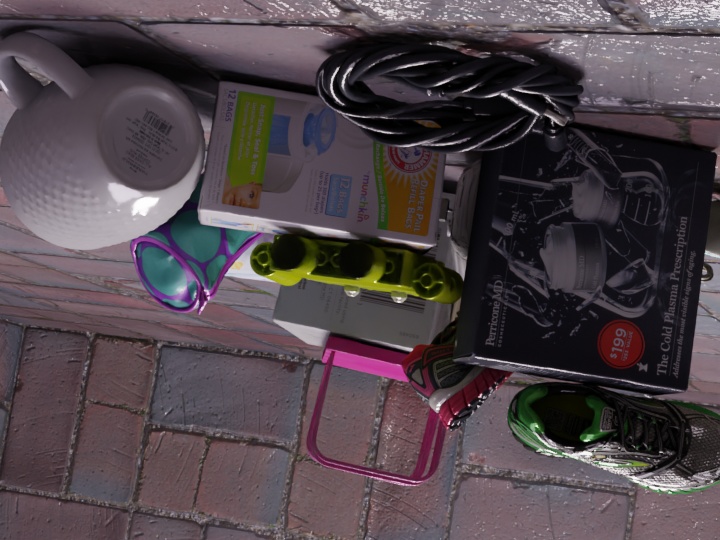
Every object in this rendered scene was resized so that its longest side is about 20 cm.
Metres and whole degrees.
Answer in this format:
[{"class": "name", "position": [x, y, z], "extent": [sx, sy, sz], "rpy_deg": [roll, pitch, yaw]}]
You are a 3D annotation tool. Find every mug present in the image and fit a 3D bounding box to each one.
[{"class": "mug", "position": [-0.222, -0.115, 1.371], "extent": [0.200, 0.148, 0.175], "rpy_deg": [46, 157, -17]}]

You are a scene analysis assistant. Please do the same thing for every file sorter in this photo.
[{"class": "file sorter", "position": [0.018, 0.151, 1.726], "extent": [0.138, 0.126, 0.200], "rpy_deg": [13, 173, -1]}]

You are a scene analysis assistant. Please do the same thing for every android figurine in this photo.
[{"class": "android figurine", "position": [0.000, 0.000, 1.446], "extent": [0.181, 0.041, 0.200], "rpy_deg": [7, 175, 18]}]

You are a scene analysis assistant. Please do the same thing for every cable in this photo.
[{"class": "cable", "position": [0.063, -0.126, 1.241], "extent": [0.198, 0.051, 0.163], "rpy_deg": [9, 172, 3]}]

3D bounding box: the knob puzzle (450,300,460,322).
[{"class": "knob puzzle", "position": [0.162, 0.021, 1.778], "extent": [0.030, 0.220, 0.219], "rpy_deg": [48, -164, 32]}]

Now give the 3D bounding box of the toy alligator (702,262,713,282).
[{"class": "toy alligator", "position": [0.266, -0.031, 1.676], "extent": [0.198, 0.060, 0.055], "rpy_deg": [10, 131, -4]}]

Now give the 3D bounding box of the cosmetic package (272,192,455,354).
[{"class": "cosmetic package", "position": [0.019, 0.003, 1.744], "extent": [0.164, 0.166, 0.200], "rpy_deg": [11, 172, 10]}]

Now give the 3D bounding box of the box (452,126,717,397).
[{"class": "box", "position": [0.184, -0.008, 1.387], "extent": [0.181, 0.202, 0.104], "rpy_deg": [9, 173, -5]}]

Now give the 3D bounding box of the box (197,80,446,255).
[{"class": "box", "position": [-0.031, -0.083, 1.408], "extent": [0.198, 0.113, 0.101], "rpy_deg": [9, 174, -5]}]

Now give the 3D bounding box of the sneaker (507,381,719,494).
[{"class": "sneaker", "position": [0.219, 0.138, 1.382], "extent": [0.198, 0.079, 0.085], "rpy_deg": [8, 172, 8]}]

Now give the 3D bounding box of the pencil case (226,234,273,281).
[{"class": "pencil case", "position": [-0.092, -0.020, 1.988], "extent": [0.199, 0.091, 0.083], "rpy_deg": [16, 169, -36]}]

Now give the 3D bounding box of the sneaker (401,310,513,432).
[{"class": "sneaker", "position": [0.110, 0.066, 1.490], "extent": [0.075, 0.081, 0.200], "rpy_deg": [44, -147, 8]}]

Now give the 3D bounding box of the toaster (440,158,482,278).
[{"class": "toaster", "position": [0.170, -0.036, 1.524], "extent": [0.198, 0.115, 0.129], "rpy_deg": [8, 170, 13]}]

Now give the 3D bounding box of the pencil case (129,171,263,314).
[{"class": "pencil case", "position": [-0.119, -0.046, 1.513], "extent": [0.092, 0.200, 0.085], "rpy_deg": [38, 140, 8]}]

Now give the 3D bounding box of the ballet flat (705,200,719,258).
[{"class": "ballet flat", "position": [0.386, -0.041, 1.490], "extent": [0.198, 0.068, 0.064], "rpy_deg": [9, 144, -7]}]
